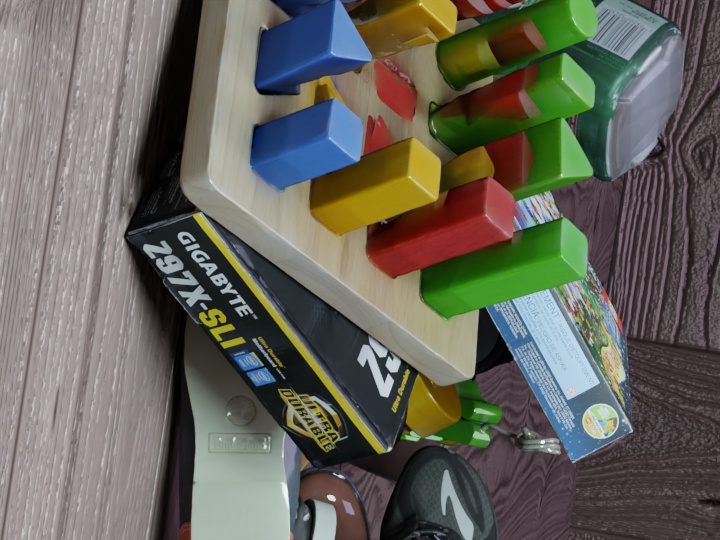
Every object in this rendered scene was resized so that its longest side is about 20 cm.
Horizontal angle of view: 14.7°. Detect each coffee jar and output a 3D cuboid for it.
[{"bbox_3d":[0.091,-0.142,1.649,0.085,0.199,0.105,-47,154,-23],"label":"coffee jar"}]

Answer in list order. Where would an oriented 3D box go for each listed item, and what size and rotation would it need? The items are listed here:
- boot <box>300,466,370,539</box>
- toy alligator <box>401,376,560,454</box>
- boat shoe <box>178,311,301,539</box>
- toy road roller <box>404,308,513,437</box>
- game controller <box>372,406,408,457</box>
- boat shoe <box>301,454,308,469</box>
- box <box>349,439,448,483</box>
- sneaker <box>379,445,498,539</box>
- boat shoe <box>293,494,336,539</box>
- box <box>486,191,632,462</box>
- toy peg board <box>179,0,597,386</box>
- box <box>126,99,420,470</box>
[{"bbox_3d":[-0.042,0.218,1.542,0.200,0.068,0.189,-76,-174,-81],"label":"boot"},{"bbox_3d":[0.044,0.074,1.638,0.059,0.199,0.055,13,83,-44],"label":"toy alligator"},{"bbox_3d":[-0.054,0.066,1.373,0.063,0.071,0.202,140,-46,-87],"label":"boat shoe"},{"bbox_3d":[0.000,0.000,1.563,0.201,0.145,0.123,62,10,4],"label":"toy road roller"},{"bbox_3d":[-0.011,-0.004,1.480,0.042,0.104,0.202,-3,103,-38],"label":"game controller"},{"bbox_3d":[-0.035,0.009,1.426,0.070,0.070,0.201,-40,138,-69],"label":"boat shoe"},{"bbox_3d":[0.047,0.028,1.776,0.100,0.075,0.201,-37,150,-72],"label":"box"},{"bbox_3d":[0.038,0.180,1.584,0.084,0.076,0.201,94,6,-51],"label":"sneaker"},{"bbox_3d":[-0.069,0.206,1.457,0.072,0.060,0.202,-40,-150,59],"label":"boat shoe"},{"bbox_3d":[0.098,0.008,1.501,0.137,0.038,0.200,60,11,-10],"label":"box"},{"bbox_3d":[0.026,-0.086,1.281,0.199,0.097,0.201,37,46,-41],"label":"toy peg board"},{"bbox_3d":[-0.020,-0.031,1.319,0.160,0.049,0.201,54,37,-29],"label":"box"}]
